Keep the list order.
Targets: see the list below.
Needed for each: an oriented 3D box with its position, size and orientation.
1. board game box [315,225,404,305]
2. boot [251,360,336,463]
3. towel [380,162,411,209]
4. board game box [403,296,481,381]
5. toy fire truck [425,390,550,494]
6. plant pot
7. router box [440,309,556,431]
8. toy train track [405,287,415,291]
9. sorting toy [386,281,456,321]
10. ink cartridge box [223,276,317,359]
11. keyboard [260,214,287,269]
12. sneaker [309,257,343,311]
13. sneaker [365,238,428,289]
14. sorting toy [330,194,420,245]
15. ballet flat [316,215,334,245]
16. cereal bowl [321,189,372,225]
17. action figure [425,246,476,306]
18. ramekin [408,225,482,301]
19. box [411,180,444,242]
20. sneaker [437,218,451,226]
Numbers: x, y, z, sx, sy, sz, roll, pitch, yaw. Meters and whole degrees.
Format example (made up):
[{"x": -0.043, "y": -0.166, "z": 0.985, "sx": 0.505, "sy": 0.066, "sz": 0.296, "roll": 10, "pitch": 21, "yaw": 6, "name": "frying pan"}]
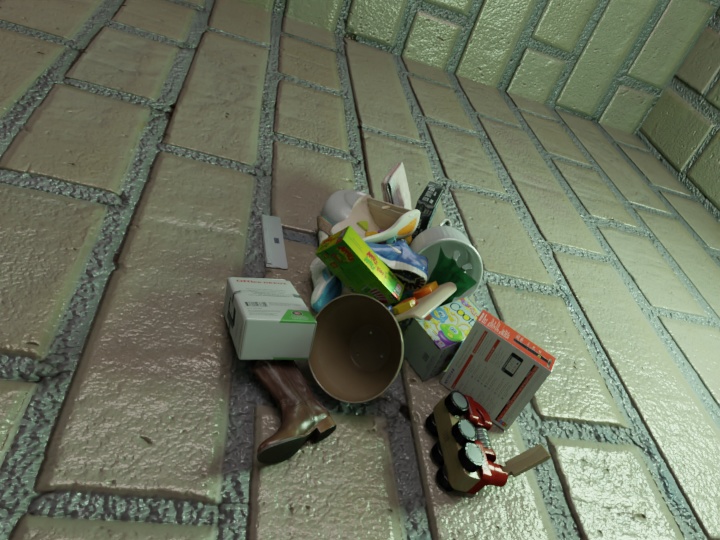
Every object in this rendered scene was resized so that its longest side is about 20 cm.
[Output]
[{"x": 0.000, "y": 0.000, "z": 1.254, "sx": 0.200, "sy": 0.100, "sz": 0.048, "roll": 47, "pitch": 46, "yaw": -22, "name": "board game box"}, {"x": -0.158, "y": 0.237, "z": 1.005, "sx": 0.184, "sy": 0.065, "sz": 0.201, "roll": -3, "pitch": 46, "yaw": -51, "name": "boot"}, {"x": 0.110, "y": -0.182, "z": 1.553, "sx": 0.031, "sy": 0.206, "sz": 0.192, "roll": -4, "pitch": 23, "yaw": 20, "name": "towel"}, {"x": 0.198, "y": 0.153, "z": 1.271, "sx": 0.196, "sy": 0.107, "sz": 0.103, "roll": -14, "pitch": 50, "yaw": -40, "name": "board game box"}, {"x": 0.249, "y": 0.339, "z": 1.077, "sx": 0.195, "sy": 0.130, "sz": 0.179, "roll": 21, "pitch": 34, "yaw": -23, "name": "toy fire truck"}, {"x": 0.003, "y": 0.156, "z": 1.116, "sx": 0.198, "sy": 0.203, "sz": 0.134, "roll": 36, "pitch": 4, "yaw": 17, "name": "plant pot"}, {"x": 0.286, "y": 0.214, "z": 1.165, "sx": 0.177, "sy": 0.204, "sz": 0.049, "roll": 34, "pitch": 38, "yaw": 15, "name": "router box"}, {"x": 0.057, "y": 0.015, "z": 1.344, "sx": 0.195, "sy": 0.116, "sz": 0.033, "roll": 26, "pitch": 40, "yaw": -8, "name": "toy train track"}, {"x": 0.100, "y": 0.079, "z": 1.258, "sx": 0.184, "sy": 0.196, "sz": 0.037, "roll": -31, "pitch": 100, "yaw": -47, "name": "sorting toy"}, {"x": -0.187, "y": 0.092, "z": 1.099, "sx": 0.141, "sy": 0.087, "sz": 0.200, "roll": 5, "pitch": 20, "yaw": -25, "name": "ink cartridge box"}, {"x": -0.221, "y": -0.076, "z": 1.397, "sx": 0.055, "sy": 0.011, "sz": 0.203, "roll": 12, "pitch": 39, "yaw": -25, "name": "keyboard"}, {"x": -0.085, "y": 0.022, "z": 1.309, "sx": 0.078, "sy": 0.078, "sz": 0.203, "roll": 3, "pitch": 40, "yaw": 16, "name": "sneaker"}, {"x": 0.069, "y": -0.030, "z": 1.293, "sx": 0.194, "sy": 0.080, "sz": 0.091, "roll": 21, "pitch": 52, "yaw": 4, "name": "sneaker"}, {"x": 0.023, "y": -0.106, "z": 1.397, "sx": 0.176, "sy": 0.110, "sz": 0.198, "roll": -20, "pitch": 29, "yaw": -35, "name": "sorting toy"}, {"x": -0.067, "y": -0.066, "z": 1.427, "sx": 0.067, "sy": 0.069, "sz": 0.199, "roll": -37, "pitch": 63, "yaw": -20, "name": "ballet flat"}, {"x": -0.012, "y": -0.164, "z": 1.557, "sx": 0.194, "sy": 0.085, "sz": 0.203, "roll": 15, "pitch": 38, "yaw": -11, "name": "cereal bowl"}, {"x": 0.198, "y": 0.041, "z": 1.328, "sx": 0.054, "sy": 0.202, "sz": 0.119, "roll": -27, "pitch": 67, "yaw": -37, "name": "action figure"}, {"x": 0.207, "y": -0.013, "z": 1.405, "sx": 0.194, "sy": 0.205, "sz": 0.099, "roll": 14, "pitch": 30, "yaw": -12, "name": "ramekin"}, {"x": 0.163, "y": -0.120, "z": 1.492, "sx": 0.048, "sy": 0.205, "sz": 0.158, "roll": 21, "pitch": 30, "yaw": 8, "name": "box"}, {"x": 0.230, "y": -0.086, "z": 1.594, "sx": 0.073, "sy": 0.088, "sz": 0.202, "roll": 22, "pitch": 38, "yaw": -4, "name": "sneaker"}]
